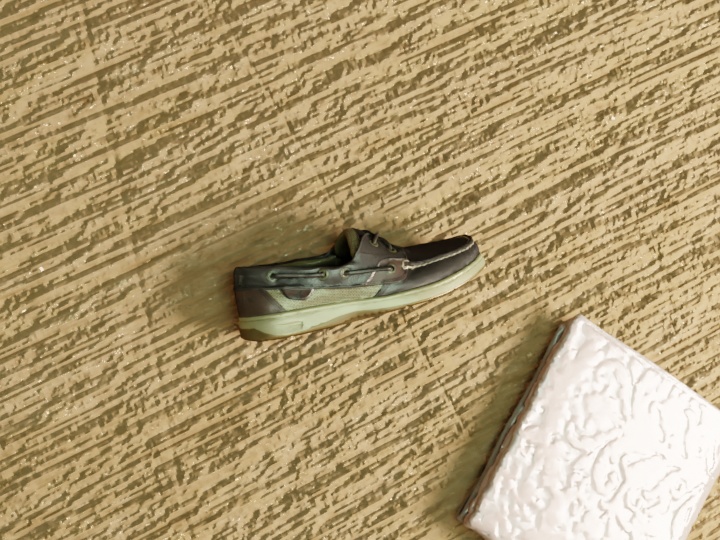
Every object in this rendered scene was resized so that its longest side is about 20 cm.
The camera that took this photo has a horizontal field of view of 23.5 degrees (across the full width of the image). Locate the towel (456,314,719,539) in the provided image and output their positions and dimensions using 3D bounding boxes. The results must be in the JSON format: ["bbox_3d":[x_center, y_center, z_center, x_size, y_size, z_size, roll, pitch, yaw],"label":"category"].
[{"bbox_3d":[0.196,0.165,1.404,0.191,0.032,0.200,34,77,-18],"label":"towel"}]

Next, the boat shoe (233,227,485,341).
[{"bbox_3d":[0.000,0.000,1.299,0.200,0.073,0.065,-17,102,-21],"label":"boat shoe"}]
